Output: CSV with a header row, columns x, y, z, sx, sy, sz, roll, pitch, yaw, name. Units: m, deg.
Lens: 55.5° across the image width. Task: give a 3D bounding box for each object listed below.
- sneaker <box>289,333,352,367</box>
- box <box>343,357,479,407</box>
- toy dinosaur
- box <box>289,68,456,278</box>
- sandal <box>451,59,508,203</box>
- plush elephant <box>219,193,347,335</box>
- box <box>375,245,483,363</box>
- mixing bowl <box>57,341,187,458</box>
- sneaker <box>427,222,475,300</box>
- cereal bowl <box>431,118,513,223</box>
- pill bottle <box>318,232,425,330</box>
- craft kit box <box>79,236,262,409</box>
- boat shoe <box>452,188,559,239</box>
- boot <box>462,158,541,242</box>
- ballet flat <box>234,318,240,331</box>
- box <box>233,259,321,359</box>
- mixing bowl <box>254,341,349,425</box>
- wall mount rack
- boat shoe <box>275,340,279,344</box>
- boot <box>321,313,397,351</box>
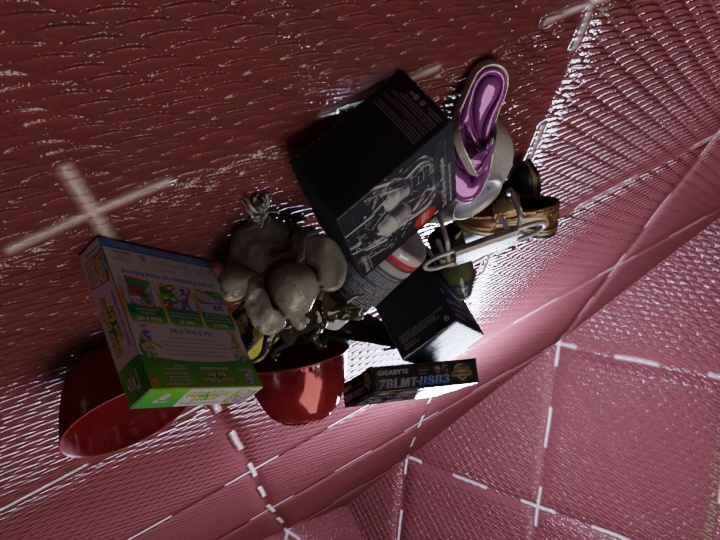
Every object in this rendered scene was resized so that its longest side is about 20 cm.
x,y,z,sx,sy,sz,roll,pitch,yaw,name
-0.069,0.150,1.373,0.196,0.076,0.088,-25,163,-17,sneaker
0.083,0.201,1.219,0.194,0.051,0.199,-4,163,-17,box
-0.095,0.077,1.026,0.194,0.078,0.104,-13,139,-22,toy dinosaur
0.026,-0.115,0.886,0.181,0.105,0.201,-39,158,-5,box
0.157,-0.181,0.939,0.080,0.050,0.208,-3,123,-12,sandal
-0.105,0.010,0.930,0.161,0.157,0.201,-25,157,-14,plush elephant
0.106,0.053,1.233,0.122,0.201,0.199,-36,157,13,box
-0.355,0.173,1.000,0.196,0.110,0.201,-27,158,-12,mixing bowl
0.161,-0.013,1.193,0.065,0.092,0.201,-17,-163,8,sneaker
0.161,-0.142,1.068,0.196,0.085,0.202,-26,156,-12,cereal bowl
0.000,0.000,1.095,0.200,0.121,0.118,-44,154,26,pill bottle
-0.227,0.067,0.838,0.048,0.200,0.198,-38,156,19,craft kit box
0.254,-0.107,1.186,0.193,0.077,0.076,1,127,-11,boat shoe
0.242,-0.111,1.255,0.134,0.079,0.202,-15,148,-17,boot
-0.275,0.144,1.106,0.199,0.068,0.062,-42,145,21,ballet flat
-0.150,0.072,1.107,0.200,0.076,0.050,-45,154,26,box
-0.106,0.205,1.212,0.193,0.112,0.200,-9,-175,1,mixing bowl
0.180,-0.058,1.053,0.194,0.077,0.174,-18,164,3,wall mount rack
-0.142,0.112,1.184,0.072,0.065,0.199,-8,158,-46,boat shoe
-0.001,0.097,1.239,0.200,0.162,0.075,26,80,-75,boot
